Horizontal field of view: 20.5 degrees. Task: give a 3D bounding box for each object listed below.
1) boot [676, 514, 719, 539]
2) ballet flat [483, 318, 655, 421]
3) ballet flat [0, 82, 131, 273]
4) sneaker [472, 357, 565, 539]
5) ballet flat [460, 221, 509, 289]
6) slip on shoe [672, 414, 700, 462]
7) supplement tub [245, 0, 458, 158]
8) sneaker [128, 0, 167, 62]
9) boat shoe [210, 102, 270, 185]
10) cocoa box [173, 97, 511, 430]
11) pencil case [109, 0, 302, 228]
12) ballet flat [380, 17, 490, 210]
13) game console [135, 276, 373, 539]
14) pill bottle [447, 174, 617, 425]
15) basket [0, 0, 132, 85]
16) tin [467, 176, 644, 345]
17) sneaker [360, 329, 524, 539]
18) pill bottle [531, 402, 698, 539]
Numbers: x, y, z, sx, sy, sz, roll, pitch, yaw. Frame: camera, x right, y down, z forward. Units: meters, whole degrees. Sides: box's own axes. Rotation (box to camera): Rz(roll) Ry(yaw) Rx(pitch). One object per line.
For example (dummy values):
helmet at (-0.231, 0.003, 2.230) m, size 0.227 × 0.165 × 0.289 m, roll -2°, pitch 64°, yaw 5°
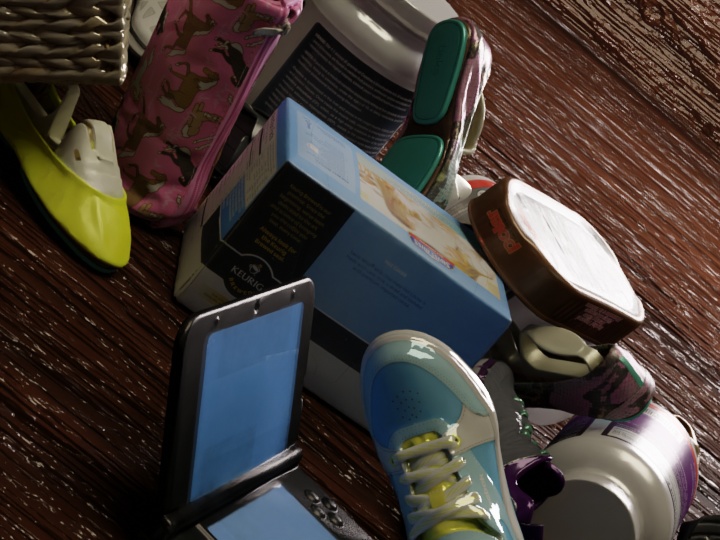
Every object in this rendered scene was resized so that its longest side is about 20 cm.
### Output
boot at (0.228, 0.248, 1.375) m, size 0.065 × 0.166 × 0.200 m, roll 21°, pitch -7°, yaw 5°
ballet flat at (0.126, 0.069, 1.457) m, size 0.199 × 0.069 × 0.071 m, roll 0°, pitch -54°, yaw 48°
ballet flat at (-0.201, -0.087, 1.329) m, size 0.067 × 0.067 × 0.200 m, roll 16°, pitch 30°, yaw -54°
sneaker at (0.100, 0.129, 1.354) m, size 0.087 × 0.075 × 0.200 m, roll 7°, pitch 30°, yaw 12°
ballet flat at (0.052, -0.021, 1.569) m, size 0.199 × 0.046 × 0.068 m, roll 6°, pitch 51°, yaw 4°
slip on shoe at (0.245, 0.156, 1.622) m, size 0.076 × 0.061 × 0.200 m, roll 41°, pitch 8°, yaw 10°
supplement tub at (-0.022, -0.161, 1.654) m, size 0.140 × 0.200 × 0.140 m, roll 36°, pitch 18°, yaw -14°
sneaker at (-0.151, -0.239, 1.717) m, size 0.075 × 0.115 × 0.201 m, roll 30°, pitch 20°, yaw -28°
boat shoe at (-0.092, -0.092, 1.555) m, size 0.199 × 0.075 × 0.066 m, roll 46°, pitch 21°, yaw 18°
cocoa box at (-0.012, 0.001, 1.399) m, size 0.200 × 0.131 × 0.134 m, roll 35°, pitch 18°, yaw -16°
pencil case at (-0.116, -0.129, 1.395) m, size 0.082 × 0.201 × 0.087 m, roll 21°, pitch 23°, yaw -21°
ballet flat at (0.062, -0.098, 1.554) m, size 0.069 × 0.201 × 0.071 m, roll 4°, pitch -21°, yaw 44°
game console at (-0.033, 0.113, 1.113) m, size 0.176 × 0.117 × 0.200 m, roll 43°, pitch 18°, yaw 10°
pill bottle at (0.119, 0.025, 1.638) m, size 0.116 × 0.116 × 0.200 m, roll 17°, pitch 29°, yaw -51°
basket at (-0.239, -0.227, 1.306) m, size 0.199 × 0.162 × 0.198 m, roll 0°, pitch 26°, yaw -5°
tin at (0.149, -0.006, 1.487) m, size 0.200 × 0.042 × 0.112 m, roll 23°, pitch 32°, yaw -55°
sneaker at (0.052, 0.140, 1.176) m, size 0.131 × 0.079 × 0.201 m, roll -78°, pitch 146°, yaw -71°
pill bottle at (0.176, 0.163, 1.430) m, size 0.112 × 0.113 × 0.200 m, roll 43°, pitch 18°, yaw 7°
